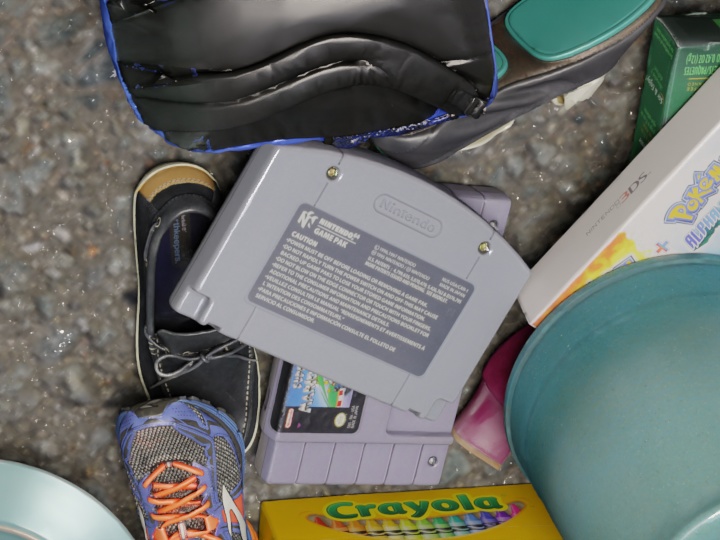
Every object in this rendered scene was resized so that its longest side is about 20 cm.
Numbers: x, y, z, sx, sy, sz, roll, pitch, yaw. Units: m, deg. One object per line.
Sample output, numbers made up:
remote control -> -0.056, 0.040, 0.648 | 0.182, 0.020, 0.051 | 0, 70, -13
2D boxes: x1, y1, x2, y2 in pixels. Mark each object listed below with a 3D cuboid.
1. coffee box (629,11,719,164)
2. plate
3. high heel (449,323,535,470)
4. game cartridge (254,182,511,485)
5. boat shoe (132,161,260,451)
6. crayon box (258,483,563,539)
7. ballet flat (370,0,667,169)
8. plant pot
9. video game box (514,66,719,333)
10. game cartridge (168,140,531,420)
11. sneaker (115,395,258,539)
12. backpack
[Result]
coffee box -> 0.228, -0.063, 1.327 | 0.123, 0.044, 0.200 | -3, 125, -15
plate -> -0.223, 0.207, 1.318 | 0.200, 0.026, 0.200 | 2, 114, 5
high heel -> 0.161, 0.111, 1.392 | 0.200, 0.067, 0.096 | 32, 111, -11
game cartridge -> 0.012, 0.041, 1.330 | 0.129, 0.038, 0.200 | 1, 113, -31
boat shoe -> -0.098, 0.034, 1.294 | 0.074, 0.062, 0.200 | -11, 116, -12
crayon box -> 0.050, 0.202, 1.341 | 0.200, 0.173, 0.058 | -2, 116, -14
ballet flat -> 0.094, -0.118, 1.283 | 0.200, 0.073, 0.073 | -28, 117, -9
plant pot -> 0.201, 0.125, 1.250 | 0.200, 0.188, 0.200 | -6, 124, -8
video game box -> 0.225, -0.008, 1.309 | 0.182, 0.047, 0.200 | 31, 112, -27
game cartridge -> 0.000, 0.000, 1.266 | 0.200, 0.042, 0.133 | 26, 96, -32
sneaker -> -0.099, 0.155, 1.307 | 0.075, 0.079, 0.200 | -11, 130, 7
backpack -> -0.041, -0.149, 1.172 | 0.200, 0.168, 0.163 | -13, 107, -4
